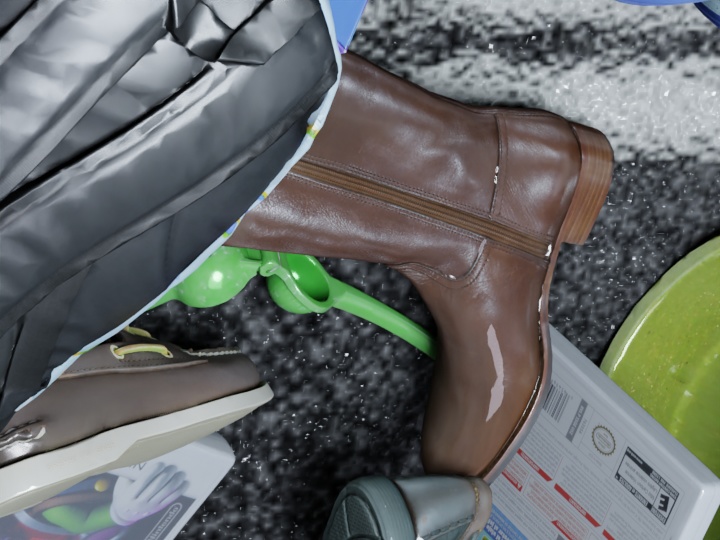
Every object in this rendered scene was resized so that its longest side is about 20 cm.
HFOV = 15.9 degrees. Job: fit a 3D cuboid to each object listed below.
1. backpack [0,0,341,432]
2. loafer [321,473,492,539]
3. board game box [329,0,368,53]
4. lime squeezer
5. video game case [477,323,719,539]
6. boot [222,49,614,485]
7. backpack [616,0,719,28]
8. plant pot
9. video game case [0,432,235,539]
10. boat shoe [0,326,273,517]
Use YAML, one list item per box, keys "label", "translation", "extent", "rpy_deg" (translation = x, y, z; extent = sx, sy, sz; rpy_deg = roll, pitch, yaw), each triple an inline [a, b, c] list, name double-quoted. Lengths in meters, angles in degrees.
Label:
- label: "backpack"
  translation: [-0.103, -0.058, 0.823]
  extent: [0.200, 0.154, 0.163]
  rpy_deg: [-33, 116, 22]
- label: "loafer"
  translation: [0.010, 0.155, 1.183]
  extent: [0.063, 0.072, 0.200]
  rpy_deg: [-12, 152, -23]
- label: "board game box"
  translation: [-0.028, -0.193, 0.939]
  extent: [0.134, 0.045, 0.200]
  rpy_deg: [42, 56, -32]
- label: "lime squeezer"
  translation: [-0.046, 0.015, 1.135]
  extent: [0.199, 0.038, 0.071]
  rpy_deg: [1, 119, -19]
- label: "video game case"
  translation: [0.081, 0.141, 1.188]
  extent: [0.018, 0.143, 0.201]
  rpy_deg: [1, 121, -40]
- label: "boot"
  translation: [0.000, 0.000, 1.099]
  extent: [0.200, 0.064, 0.187]
  rpy_deg: [12, 99, -39]
- label: "backpack"
  translation: [0.165, -0.176, 1.005]
  extent: [0.199, 0.183, 0.147]
  rpy_deg: [-18, 122, -1]
- label: "plant pot"
  translation: [0.236, 0.099, 1.204]
  extent: [0.190, 0.200, 0.200]
  rpy_deg: [27, 109, -43]
- label: "video game case"
  translation: [-0.175, 0.131, 1.138]
  extent: [0.182, 0.023, 0.200]
  rpy_deg: [23, 112, -46]
- label: "boat shoe"
  translation: [-0.105, 0.052, 1.063]
  extent: [0.072, 0.200, 0.060]
  rpy_deg: [-29, 84, 31]
